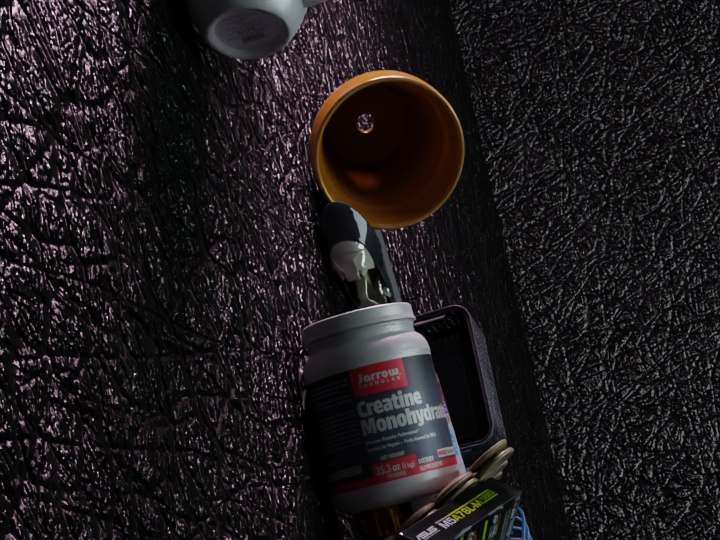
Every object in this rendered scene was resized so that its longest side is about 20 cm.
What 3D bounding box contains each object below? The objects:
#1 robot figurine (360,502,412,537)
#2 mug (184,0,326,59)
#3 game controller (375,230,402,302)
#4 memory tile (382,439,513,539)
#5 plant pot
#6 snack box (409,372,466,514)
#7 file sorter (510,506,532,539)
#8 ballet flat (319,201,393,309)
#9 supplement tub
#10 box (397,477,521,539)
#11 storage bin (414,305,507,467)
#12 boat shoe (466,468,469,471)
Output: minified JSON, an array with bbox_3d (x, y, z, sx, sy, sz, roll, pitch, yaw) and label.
[{"bbox_3d":[0.036,0.240,1.598,0.200,0.058,0.147,-15,89,-78],"label":"robot figurine"},{"bbox_3d":[-0.093,-0.320,1.392,0.148,0.198,0.177,62,22,-62],"label":"mug"},{"bbox_3d":[0.021,-0.010,1.932,0.104,0.042,0.202,-144,-143,-86],"label":"game controller"},{"bbox_3d":[0.075,0.255,1.403,0.017,0.199,0.154,49,-14,16],"label":"memory tile"},{"bbox_3d":[0.021,-0.177,1.810,0.183,0.198,0.202,-120,-172,-68],"label":"plant pot"},{"bbox_3d":[0.082,0.221,1.565,0.142,0.052,0.202,12,61,-74],"label":"snack box"},{"bbox_3d":[0.157,0.387,1.707,0.200,0.121,0.140,67,26,-59],"label":"file sorter"},{"bbox_3d":[0.000,0.000,1.726,0.074,0.072,0.201,-94,166,-44],"label":"ballet flat"},{"bbox_3d":[0.018,0.147,1.434,0.140,0.139,0.202,22,53,-75],"label":"supplement tub"},{"bbox_3d":[0.081,0.327,1.349,0.192,0.047,0.202,-16,123,-54],"label":"box"},{"bbox_3d":[0.112,0.166,1.856,0.094,0.134,0.202,50,27,-61],"label":"storage bin"},{"bbox_3d":[0.129,0.310,1.957,0.062,0.072,0.201,50,-14,49],"label":"boat shoe"}]
